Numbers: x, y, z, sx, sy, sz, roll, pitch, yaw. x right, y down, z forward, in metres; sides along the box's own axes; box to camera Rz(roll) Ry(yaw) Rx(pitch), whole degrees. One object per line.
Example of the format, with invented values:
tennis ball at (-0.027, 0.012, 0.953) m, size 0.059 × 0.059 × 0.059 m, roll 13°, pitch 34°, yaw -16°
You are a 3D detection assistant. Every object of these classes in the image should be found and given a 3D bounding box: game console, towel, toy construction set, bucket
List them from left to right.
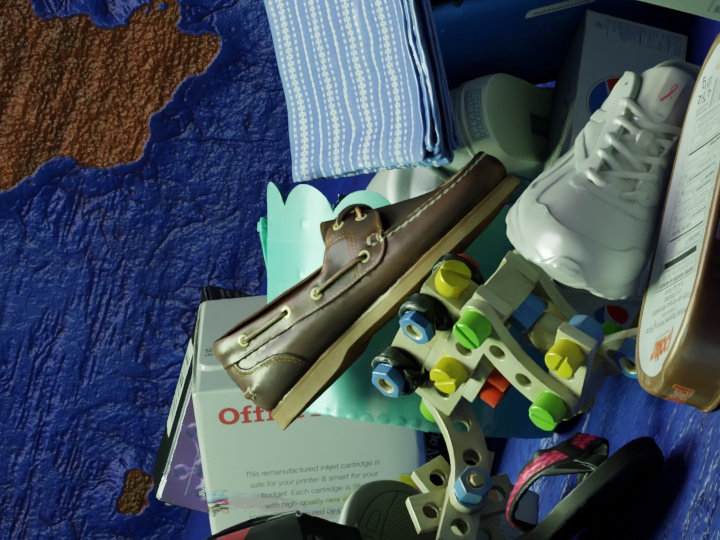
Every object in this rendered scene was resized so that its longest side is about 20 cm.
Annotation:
towel at (-0.008, -0.124, 1.689) m, size 0.200 × 0.024 × 0.145 m, roll -5°, pitch 97°, yaw 65°
bucket at (0.037, 0.023, 1.773) m, size 0.207 × 0.207 × 0.135 m, roll -161°, pitch 78°, yaw -83°
game console at (0.074, -0.168, 1.757) m, size 0.118 × 0.200 × 0.171 m, roll 63°, pitch 153°, yaw 22°
toy construction set at (0.074, 0.062, 1.592) m, size 0.092 × 0.131 × 0.200 m, roll -47°, pitch -10°, yaw -46°

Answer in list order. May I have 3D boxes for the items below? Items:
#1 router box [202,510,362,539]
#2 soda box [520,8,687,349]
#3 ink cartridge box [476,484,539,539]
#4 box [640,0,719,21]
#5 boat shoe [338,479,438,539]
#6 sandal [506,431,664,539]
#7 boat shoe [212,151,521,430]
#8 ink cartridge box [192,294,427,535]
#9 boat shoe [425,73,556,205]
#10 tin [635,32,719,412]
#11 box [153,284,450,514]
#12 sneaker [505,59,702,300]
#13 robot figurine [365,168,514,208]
router box at (-0.017, 0.228, 1.523) m, size 0.150 × 0.062 × 0.200 m, roll 33°, pitch -140°, yaw -75°
soda box at (0.138, -0.047, 1.662) m, size 0.068 × 0.064 × 0.200 m, roll 112°, pitch 171°, yaw -53°
ink cartridge box at (0.054, 0.241, 1.666) m, size 0.200 × 0.050 × 0.162 m, roll -80°, pitch 8°, yaw -50°
box at (0.191, -0.263, 1.534) m, size 0.184 × 0.105 × 0.200 m, roll 118°, pitch 165°, yaw -62°
boat shoe at (0.014, 0.219, 1.642) m, size 0.065 × 0.074 × 0.202 m, roll 146°, pitch 119°, yaw -62°
sandal at (0.103, 0.115, 1.535) m, size 0.045 × 0.075 × 0.200 m, roll 58°, pitch 165°, yaw 8°
boat shoe at (0.000, 0.000, 1.648) m, size 0.200 × 0.070 × 0.070 m, roll -44°, pitch -5°, yaw 12°
ink cartridge box at (-0.027, 0.131, 1.974) m, size 0.146 × 0.147 × 0.200 m, roll -92°, pitch -3°, yaw -66°
boat shoe at (0.085, -0.074, 1.749) m, size 0.201 × 0.071 × 0.070 m, roll 18°, pitch -115°, yaw -63°
tin at (0.177, -0.031, 1.444) m, size 0.112 × 0.042 × 0.200 m, roll 119°, pitch 165°, yaw -78°
box at (-0.035, 0.110, 2.121) m, size 0.104 × 0.200 × 0.148 m, roll -118°, pitch 42°, yaw -79°
sneaker at (0.136, -0.058, 1.528) m, size 0.099 × 0.078 × 0.200 m, roll -63°, pitch -3°, yaw 30°
robot figurine at (0.061, -0.038, 2.039) m, size 0.200 × 0.113 × 0.170 m, roll 132°, pitch 153°, yaw -74°
